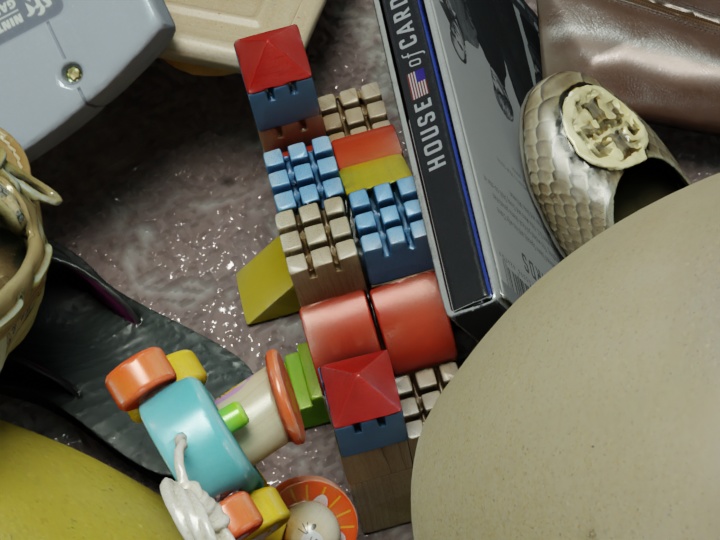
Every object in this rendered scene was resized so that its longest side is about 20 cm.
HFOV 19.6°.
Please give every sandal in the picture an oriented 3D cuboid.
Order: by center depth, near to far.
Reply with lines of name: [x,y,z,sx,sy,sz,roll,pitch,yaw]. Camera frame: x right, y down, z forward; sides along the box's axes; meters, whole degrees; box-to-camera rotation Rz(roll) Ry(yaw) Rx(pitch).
sandal: [-0.127,0.020,0.837,0.199,0.048,0.076,22,66,22]

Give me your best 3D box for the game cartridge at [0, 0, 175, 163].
game cartridge: [-0.178,-0.091,0.809,0.199,0.042,0.134,-26,92,8]

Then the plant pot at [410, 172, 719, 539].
plant pot: [0.095,0.076,0.667,0.134,0.200,0.202,-13,58,28]

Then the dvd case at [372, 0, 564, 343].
dvd case: [0.052,-0.046,0.796,0.025,0.150,0.201,-22,60,19]

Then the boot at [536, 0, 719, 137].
boot: [0.149,-0.050,0.822,0.199,0.064,0.187,18,52,7]

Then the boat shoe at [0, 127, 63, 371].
boat shoe: [-0.134,-0.006,0.694,0.073,0.063,0.200,18,29,-16]

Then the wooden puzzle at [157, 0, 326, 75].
wooden puzzle: [-0.094,-0.147,0.904,0.184,0.047,0.201,12,43,10]

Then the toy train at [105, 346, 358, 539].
toy train: [-0.014,0.105,0.714,0.055,0.201,0.150,-31,39,-5]

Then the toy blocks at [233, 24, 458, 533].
toy blocks: [0.000,0.000,0.783,0.099,0.137,0.201,-15,62,-1]

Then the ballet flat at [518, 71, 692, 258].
ballet flat: [0.125,0.012,0.765,0.067,0.046,0.201,-29,90,-33]

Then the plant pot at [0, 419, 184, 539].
plant pot: [-0.129,0.134,0.717,0.141,0.200,0.201,-1,58,-25]
